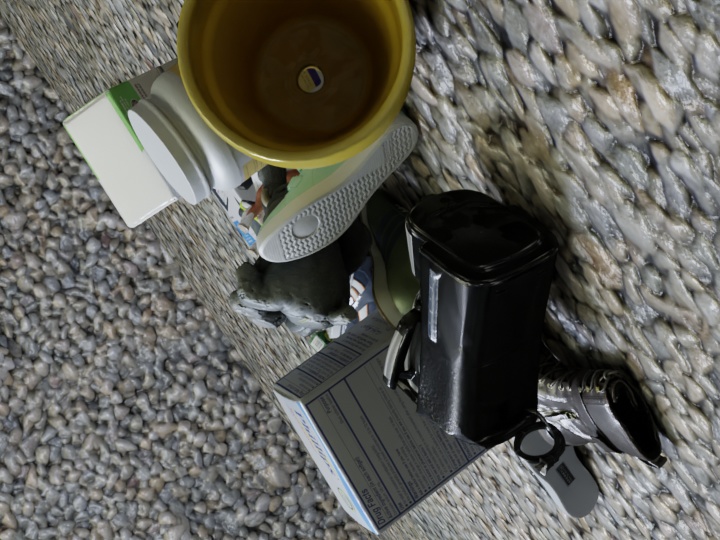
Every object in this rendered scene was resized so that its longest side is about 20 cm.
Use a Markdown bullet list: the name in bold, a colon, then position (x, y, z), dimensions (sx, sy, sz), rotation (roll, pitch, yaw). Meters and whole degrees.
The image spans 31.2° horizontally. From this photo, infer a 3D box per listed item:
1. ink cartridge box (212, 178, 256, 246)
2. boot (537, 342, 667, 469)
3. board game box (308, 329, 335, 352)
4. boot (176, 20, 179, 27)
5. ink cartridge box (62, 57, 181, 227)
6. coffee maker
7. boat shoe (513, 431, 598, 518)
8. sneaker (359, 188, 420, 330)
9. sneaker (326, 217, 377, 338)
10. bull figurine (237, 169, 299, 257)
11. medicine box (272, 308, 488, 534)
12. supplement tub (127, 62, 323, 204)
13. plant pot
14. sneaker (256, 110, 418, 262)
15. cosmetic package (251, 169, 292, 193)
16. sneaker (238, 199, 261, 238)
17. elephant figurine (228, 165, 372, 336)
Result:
- **ink cartridge box**: position (-0.171, -0.142, 1.854), dimensions (0.201, 0.084, 0.144), rotation (55, 166, -6)
- **boot**: position (0.208, 0.107, 1.274), dimensions (0.201, 0.069, 0.174), rotation (52, 161, -10)
- **board game box**: position (0.026, 0.102, 1.639), dimensions (0.105, 0.024, 0.199), rotation (47, -151, 18)
- **boot**: position (-0.156, -0.221, 1.639), dimensions (0.182, 0.072, 0.202), rotation (-123, 11, -60)
- **ink cartridge box**: position (-0.239, -0.159, 1.536), dimensions (0.146, 0.084, 0.200), rotation (57, -152, -8)
- **coffee maker**: position (0.122, 0.049, 1.194), dimensions (0.190, 0.135, 0.202), rotation (21, 133, 23)
- **boat shoe**: position (0.211, 0.207, 1.478), dimensions (0.057, 0.068, 0.201), rotation (34, 158, 54)
- **sneaker**: position (0.056, -0.027, 1.415), dimensions (0.067, 0.089, 0.201), rotation (47, -157, -38)
- **sneaker**: position (0.000, 0.000, 1.517), dimensions (0.201, 0.078, 0.079), rotation (97, 163, -51)
- **bull figurine**: position (-0.074, -0.085, 1.525), dimensions (0.065, 0.122, 0.199), rotation (44, 153, -15)
- **medicine box**: position (0.036, 0.153, 1.438), dimensions (0.183, 0.199, 0.103), rotation (60, 165, -17)
- **supplement tub**: position (-0.136, -0.179, 1.400), dimensions (0.146, 0.199, 0.146), rotation (49, 166, 17)
- **plant pot**: position (-0.049, -0.185, 1.149), dimensions (0.201, 0.200, 0.189), rotation (52, -179, 4)
- **sneaker**: position (-0.045, -0.104, 1.306), dimensions (0.118, 0.200, 0.074), rotation (47, -178, 37)
- **cosmetic package**: position (-0.102, -0.157, 1.588), dimensions (0.082, 0.051, 0.201), rotation (16, 154, 15)
- **sneaker**: position (-0.107, -0.030, 1.648), dimensions (0.073, 0.082, 0.200), rotation (9, -159, -34)
- **elephant figurine**: position (-0.060, -0.041, 1.383), dimensions (0.153, 0.202, 0.142), rotation (16, 163, -2)
